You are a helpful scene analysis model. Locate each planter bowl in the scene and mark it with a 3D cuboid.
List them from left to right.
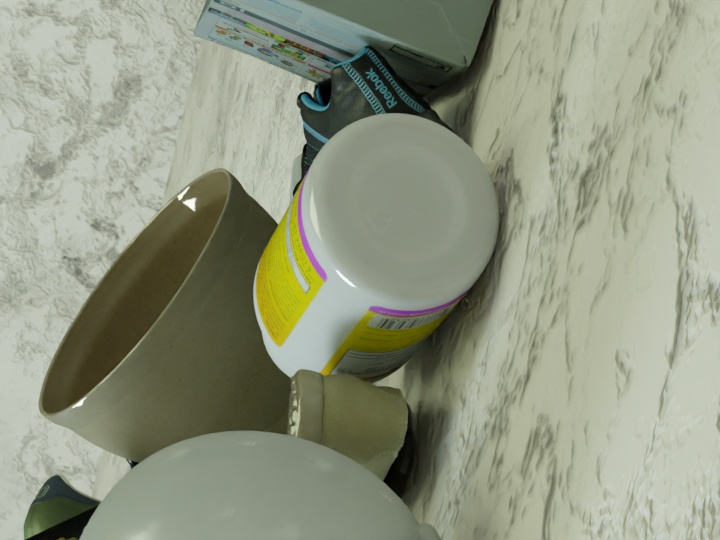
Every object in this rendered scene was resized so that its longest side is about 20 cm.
[{"bbox_3d":[-0.101,0.052,1.322,0.200,0.134,0.201,-45,18,20],"label":"planter bowl"}]

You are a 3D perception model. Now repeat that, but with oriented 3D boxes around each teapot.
[{"bbox_3d":[-0.052,0.182,0.914,0.146,0.196,0.201,-73,2,-58],"label":"teapot"}]

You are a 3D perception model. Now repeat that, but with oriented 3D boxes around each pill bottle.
[{"bbox_3d":[0.000,0.000,1.080,0.200,0.103,0.105,126,154,-65],"label":"pill bottle"}]

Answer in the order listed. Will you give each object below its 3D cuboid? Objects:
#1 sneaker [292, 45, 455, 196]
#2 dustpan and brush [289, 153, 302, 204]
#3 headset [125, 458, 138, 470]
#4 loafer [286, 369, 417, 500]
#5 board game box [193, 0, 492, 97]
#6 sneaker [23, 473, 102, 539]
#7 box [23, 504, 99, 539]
[{"bbox_3d":[-0.002,-0.080,1.202,0.073,0.082,0.200,-36,2,-22],"label":"sneaker"},{"bbox_3d":[-0.022,-0.061,1.449,0.140,0.057,0.202,98,171,-58],"label":"dustpan and brush"},{"bbox_3d":[-0.106,0.164,1.492,0.094,0.123,0.200,-53,-14,-15],"label":"headset"},{"bbox_3d":[-0.003,0.105,1.097,0.200,0.068,0.076,77,-160,-76],"label":"loafer"},{"bbox_3d":[-0.014,-0.158,1.197,0.200,0.146,0.065,161,130,-78],"label":"board game box"},{"bbox_3d":[-0.156,0.208,1.450,0.067,0.199,0.090,-43,35,34],"label":"sneaker"},{"bbox_3d":[-0.201,0.228,1.297,0.199,0.040,0.138,-21,-43,-50],"label":"box"}]
